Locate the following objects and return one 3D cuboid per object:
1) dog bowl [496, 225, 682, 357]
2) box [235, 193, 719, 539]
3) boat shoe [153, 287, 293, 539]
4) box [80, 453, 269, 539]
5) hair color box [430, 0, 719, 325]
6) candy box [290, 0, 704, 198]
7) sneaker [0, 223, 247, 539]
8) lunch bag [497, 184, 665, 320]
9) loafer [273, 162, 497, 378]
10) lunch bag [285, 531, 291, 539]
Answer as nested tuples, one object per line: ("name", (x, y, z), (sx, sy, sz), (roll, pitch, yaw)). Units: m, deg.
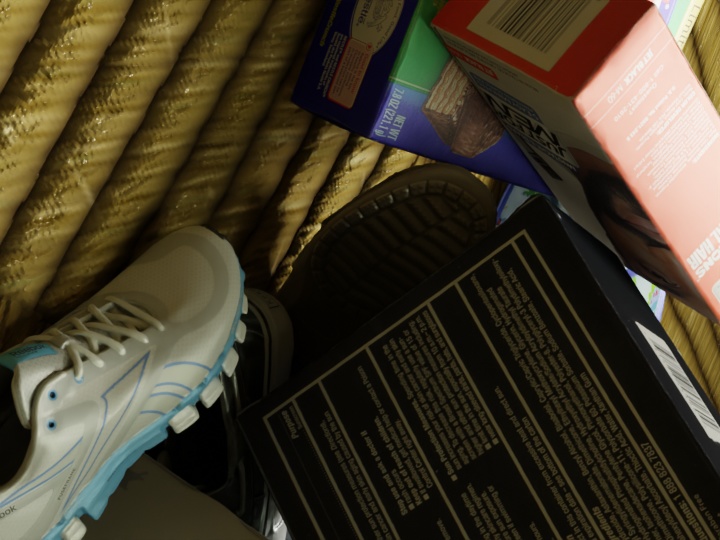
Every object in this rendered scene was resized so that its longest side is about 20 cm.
("dog bowl", (0.109, 0.052, 1.016), (0.079, 0.200, 0.200), (-56, 156, -13))
("box", (0.077, 0.107, 0.766), (0.198, 0.200, 0.123), (-36, 152, 15))
("boat shoe", (-0.085, 0.106, 0.838), (0.071, 0.072, 0.200), (-21, 123, -48))
("box", (-0.118, 0.215, 0.780), (0.109, 0.128, 0.200), (-28, 138, -46))
("hair color box", (0.130, -0.066, 0.779), (0.064, 0.111, 0.200), (-49, 133, -4))
("candy box", (0.084, -0.134, 0.835), (0.200, 0.077, 0.169), (12, 104, -43))
("sneaker", (-0.123, 0.049, 0.679), (0.200, 0.075, 0.087), (-54, 150, -23))
("lunch bag", (0.167, -0.013, 1.191), (0.170, 0.127, 0.200), (-19, 118, -57))
("loafer", (0.000, 0.000, 0.841), (0.200, 0.076, 0.068), (-40, -166, 35))
("lunch bag", (0.000, 0.203, 0.982), (0.124, 0.170, 0.200), (-42, 148, -38))
